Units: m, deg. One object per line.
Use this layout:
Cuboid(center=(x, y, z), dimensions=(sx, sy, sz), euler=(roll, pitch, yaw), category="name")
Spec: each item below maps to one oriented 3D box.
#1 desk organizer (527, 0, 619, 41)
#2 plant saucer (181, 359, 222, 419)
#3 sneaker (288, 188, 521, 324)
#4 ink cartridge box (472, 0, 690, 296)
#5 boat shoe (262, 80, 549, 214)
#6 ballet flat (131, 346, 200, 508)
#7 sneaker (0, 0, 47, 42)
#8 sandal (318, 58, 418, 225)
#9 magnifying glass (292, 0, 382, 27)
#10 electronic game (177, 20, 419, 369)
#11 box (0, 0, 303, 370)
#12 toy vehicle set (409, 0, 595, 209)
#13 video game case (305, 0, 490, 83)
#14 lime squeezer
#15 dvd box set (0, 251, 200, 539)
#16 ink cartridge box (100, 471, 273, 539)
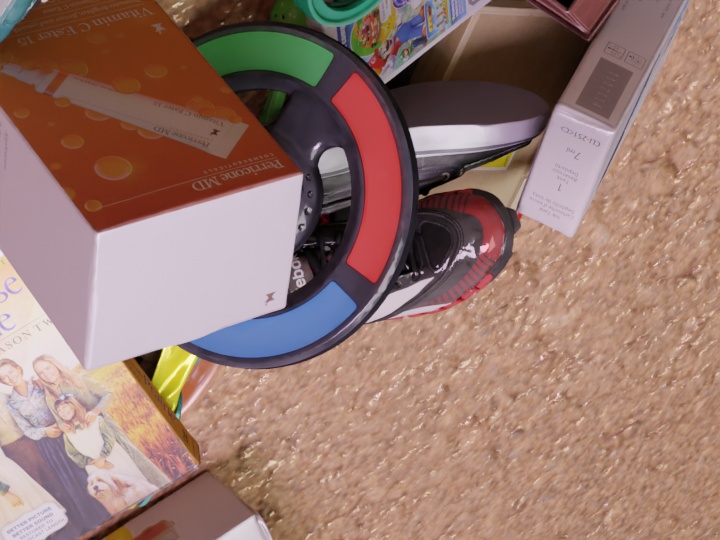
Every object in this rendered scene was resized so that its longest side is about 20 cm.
Cuboid(center=(0.158, -0.248, 1.414), dimensions=(0.200, 0.072, 0.077), euler=(-54, 147, 3), category="desk organizer")
Cuboid(center=(-0.170, 0.047, 1.482), dimensions=(0.199, 0.037, 0.201), euler=(-25, 141, -22), category="plant saucer")
Cuboid(center=(0.000, 0.000, 1.447), dimensions=(0.199, 0.071, 0.098), euler=(-17, 175, 28), category="sneaker")
Cuboid(center=(0.148, -0.091, 1.508), dimensions=(0.200, 0.045, 0.177), euler=(-58, 171, -44), category="ink cartridge box")
Cuboid(center=(0.024, -0.074, 1.458), dimensions=(0.199, 0.069, 0.057), euler=(-11, 123, -23), category="boat shoe")
Cuboid(center=(-0.132, 0.056, 1.453), dimensions=(0.067, 0.067, 0.201), euler=(15, 115, -24), category="ballet flat")
Cuboid(center=(-0.148, -0.195, 1.228), dimensions=(0.080, 0.071, 0.201), euler=(15, 115, -43), category="sneaker")
Cuboid(center=(-0.008, -0.069, 1.498), dimensions=(0.075, 0.045, 0.201), euler=(-5, 130, -38), category="sandal")
Cuboid(center=(0.036, -0.206, 1.341), dimensions=(0.200, 0.022, 0.080), euler=(-39, 145, -28), category="magnifying glass")
Cuboid(center=(-0.060, -0.044, 1.357), dimensions=(0.200, 0.200, 0.042), euler=(-51, 161, 13), category="electronic game")
Cuboid(center=(-0.136, -0.058, 1.269), dimensions=(0.124, 0.200, 0.098), euler=(-18, 138, -28), category="box")
Cuboid(center=(0.075, -0.096, 1.560), dimensions=(0.124, 0.027, 0.201), euler=(-1, 128, -41), category="toy vehicle set")
Cuboid(center=(0.043, -0.196, 1.398), dimensions=(0.200, 0.018, 0.144), euler=(-40, 146, -27), category="video game case")
Cuboid(center=(-0.012, -0.162, 1.408), dimensions=(0.070, 0.038, 0.200), euler=(26, 107, -48), category="lime squeezer")
Cuboid(center=(-0.206, 0.075, 1.397), dimensions=(0.146, 0.029, 0.200), euler=(-29, 119, 6), category="dvd box set")
Cuboid(center=(-0.145, 0.258, 1.638), dimensions=(0.199, 0.083, 0.146), euler=(-32, 124, -17), category="ink cartridge box")
